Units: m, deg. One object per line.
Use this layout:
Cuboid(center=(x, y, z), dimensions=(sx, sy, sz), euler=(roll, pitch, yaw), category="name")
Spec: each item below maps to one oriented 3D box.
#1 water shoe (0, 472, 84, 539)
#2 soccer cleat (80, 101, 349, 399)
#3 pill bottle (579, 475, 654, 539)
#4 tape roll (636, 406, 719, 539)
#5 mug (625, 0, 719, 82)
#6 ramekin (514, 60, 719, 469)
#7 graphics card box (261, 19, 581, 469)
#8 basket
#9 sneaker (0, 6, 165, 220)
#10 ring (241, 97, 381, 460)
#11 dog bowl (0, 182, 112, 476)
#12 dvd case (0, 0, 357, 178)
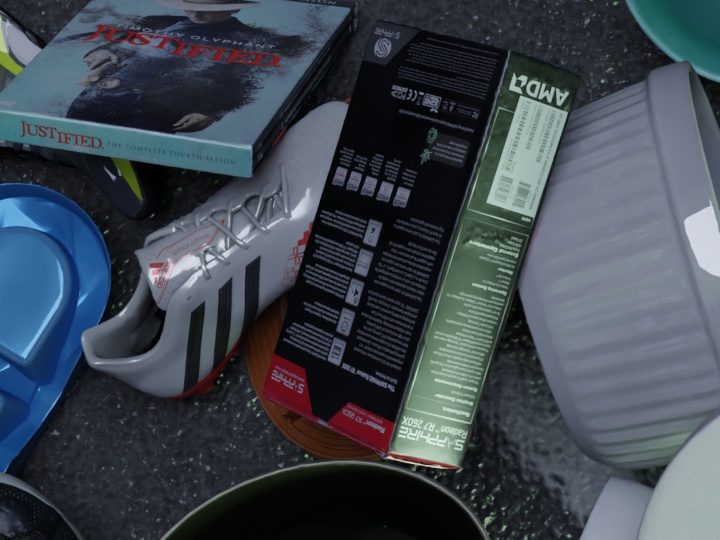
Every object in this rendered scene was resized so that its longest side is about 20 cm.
Cuboid(center=(-0.156, 0.189, 1.229), dimensions=(0.071, 0.079, 0.200), euler=(-33, 89, -3), category="water shoe")
Cuboid(center=(-0.070, -0.010, 1.247), dimensions=(0.200, 0.085, 0.069), euler=(-50, 48, 26), category="soccer cleat")
Cuboid(center=(0.201, 0.180, 1.182), dimensions=(0.199, 0.113, 0.113), euler=(21, 80, 13), category="pill bottle")
Cuboid(center=(0.224, 0.142, 1.091), dimensions=(0.202, 0.037, 0.204), euler=(2, 97, 15), category="tape roll")
Cuboid(center=(0.225, -0.198, 1.249), dimensions=(0.152, 0.114, 0.185), euler=(33, 121, 4), category="mug")
Cuboid(center=(0.143, 0.005, 1.198), dimensions=(0.105, 0.200, 0.201), euler=(-16, 74, 13), category="ramekin")
Cuboid(center=(0.027, -0.015, 1.162), dimensions=(0.051, 0.125, 0.201), euler=(14, 93, -33), category="graphics card box")
Cuboid(center=(-0.008, 0.179, 1.167), dimensions=(0.180, 0.200, 0.136), euler=(-19, 73, 5), category="basket")
Cuboid(center=(-0.190, -0.086, 1.339), dimensions=(0.200, 0.074, 0.081), euler=(40, 93, 22), category="sneaker")
Cuboid(center=(0.000, 0.000, 1.247), dimensions=(0.200, 0.019, 0.201), euler=(-17, 66, 44), category="ring")
Cuboid(center=(-0.209, 0.050, 1.310), dimensions=(0.111, 0.050, 0.200), euler=(29, 82, 15), category="dog bowl")
Cuboid(center=(-0.096, -0.109, 1.276), dimensions=(0.146, 0.200, 0.022), euler=(9, 118, 13), category="dvd case")
